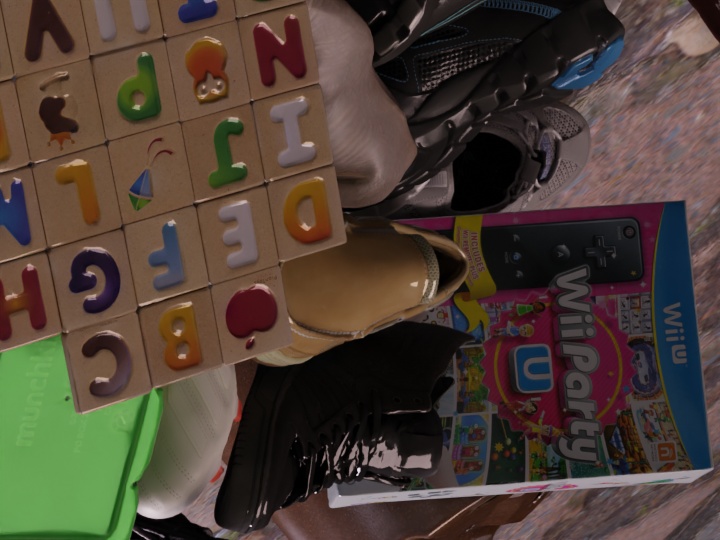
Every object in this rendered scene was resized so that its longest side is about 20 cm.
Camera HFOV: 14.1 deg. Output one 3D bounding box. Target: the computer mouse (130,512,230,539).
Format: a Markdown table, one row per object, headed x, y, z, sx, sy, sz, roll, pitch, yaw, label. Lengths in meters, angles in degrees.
| x | y | z | sx | sy | sz | roll | pitch | yaw | label |
| --- | --- | --- | --- | --- | --- | --- | --- | --- | --- |
| -0.139 | 0.133 | 1.280 | 0.199 | 0.140 | 0.046 | 5 | 98 | -39 | computer mouse |

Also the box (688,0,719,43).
| x | y | z | sx | sy | sz | roll | pitch | yaw | label |
| --- | --- | --- | --- | --- | --- | --- | --- | --- | --- |
| 0.244 | -0.212 | 1.384 | 0.200 | 0.165 | 0.166 | -20 | 158 | -45 | box |

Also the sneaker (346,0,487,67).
| x | y | z | sx | sy | sz | roll | pitch | yaw | label |
| --- | --- | --- | --- | --- | --- | --- | --- | --- | --- |
| 0.055 | -0.165 | 1.317 | 0.200 | 0.076 | 0.079 | -32 | 178 | 23 | sneaker |

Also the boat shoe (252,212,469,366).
| x | y | z | sx | sy | sz | roll | pitch | yaw | label |
| --- | --- | --- | --- | --- | --- | --- | --- | --- | --- |
| 0.000 | 0.000 | 1.367 | 0.076 | 0.072 | 0.200 | -6 | -174 | 20 | boat shoe |

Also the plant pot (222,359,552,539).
| x | y | z | sx | sy | sz | roll | pitch | yaw | label |
| --- | --- | --- | --- | --- | --- | --- | --- | --- | --- |
| 0.001 | 0.077 | 1.647 | 0.200 | 0.199 | 0.200 | -33 | 165 | -10 | plant pot |

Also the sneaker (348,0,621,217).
| x | y | z | sx | sy | sz | roll | pitch | yaw | label |
| --- | --- | --- | --- | --- | --- | --- | --- | --- | --- |
| 0.054 | -0.110 | 1.478 | 0.200 | 0.078 | 0.099 | -39 | -178 | 7 | sneaker |

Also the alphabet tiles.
| x | y | z | sx | sy | sz | roll | pitch | yaw | label |
| --- | --- | --- | --- | --- | --- | --- | --- | --- | --- |
| -0.085 | -0.053 | 1.124 | 0.166 | 0.201 | 0.006 | -17 | -165 | -31 | alphabet tiles |

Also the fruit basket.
| x | y | z | sx | sy | sz | roll | pitch | yaw | label |
| --- | --- | --- | --- | --- | --- | --- | --- | --- | --- |
| -0.153 | 0.007 | 1.232 | 0.155 | 0.216 | 0.216 | 4 | 143 | -33 | fruit basket |

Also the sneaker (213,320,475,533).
| x | y | z | sx | sy | sz | roll | pitch | yaw | label |
| --- | --- | --- | --- | --- | --- | --- | --- | --- | --- |
| -0.005 | 0.075 | 1.405 | 0.200 | 0.104 | 0.060 | -76 | -176 | -64 | sneaker |

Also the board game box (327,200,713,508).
| x | y | z | sx | sy | sz | roll | pitch | yaw | label |
| --- | --- | --- | --- | --- | --- | --- | --- | --- | --- |
| 0.078 | 0.044 | 1.539 | 0.199 | 0.148 | 0.064 | -4 | 169 | -6 | board game box |

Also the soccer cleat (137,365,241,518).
| x | y | z | sx | sy | sz | roll | pitch | yaw | label |
| --- | --- | --- | --- | --- | --- | --- | --- | --- | --- |
| -0.091 | 0.012 | 1.330 | 0.069 | 0.201 | 0.078 | -5 | 156 | 30 | soccer cleat |

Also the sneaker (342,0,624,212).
| x | y | z | sx | sy | sz | roll | pitch | yaw | label |
| --- | --- | --- | --- | --- | --- | --- | --- | --- | --- |
| 0.026 | -0.093 | 1.405 | 0.199 | 0.082 | 0.073 | -28 | 167 | 1 | sneaker |

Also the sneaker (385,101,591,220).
| x | y | z | sx | sy | sz | roll | pitch | yaw | label |
| --- | --- | --- | --- | --- | --- | --- | --- | --- | --- |
| 0.074 | -0.053 | 1.599 | 0.082 | 0.075 | 0.200 | 5 | -165 | 39 | sneaker |

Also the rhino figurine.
| x | y | z | sx | sy | sz | roll | pitch | yaw | label |
| --- | --- | --- | --- | --- | --- | --- | --- | --- | --- |
| -0.034 | -0.092 | 1.266 | 0.087 | 0.060 | 0.200 | -1 | 147 | 18 | rhino figurine |
